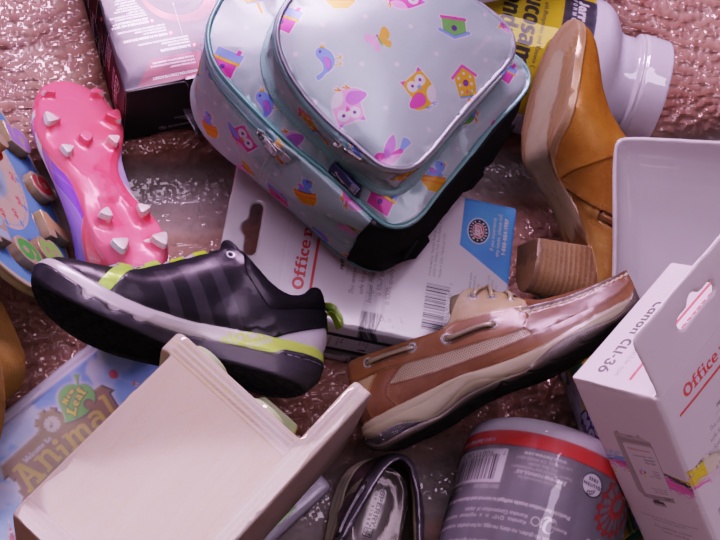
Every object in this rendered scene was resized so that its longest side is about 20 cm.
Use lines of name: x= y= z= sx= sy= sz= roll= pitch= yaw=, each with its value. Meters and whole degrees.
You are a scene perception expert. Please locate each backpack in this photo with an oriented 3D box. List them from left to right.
backpack: x=-0.008 y=-0.125 z=0.969 sx=0.200 sy=0.154 sz=0.176 roll=36 pitch=67 yaw=11

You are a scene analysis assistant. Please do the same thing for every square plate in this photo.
square plate: x=0.252 y=0.011 z=1.008 sx=0.197 sy=0.028 sz=0.201 roll=-1 pitch=97 yaw=-18

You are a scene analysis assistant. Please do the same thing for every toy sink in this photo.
toy sink: x=-0.105 y=0.125 z=0.901 sx=0.112 sy=0.130 sz=0.200 roll=41 pitch=66 yaw=8

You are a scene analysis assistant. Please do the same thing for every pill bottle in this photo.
pill bottle: x=0.099 y=0.205 z=0.937 sx=0.115 sy=0.116 sz=0.201 roll=19 pitch=65 yaw=-2
pill bottle: x=0.125 y=-0.158 z=1.101 sx=0.199 sy=0.112 sz=0.113 roll=15 pitch=65 yaw=-4

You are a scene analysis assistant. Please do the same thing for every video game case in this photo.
video game case: x=-0.151 y=0.141 z=0.967 sx=0.200 sy=0.022 sz=0.182 roll=-40 pitch=79 yaw=-23

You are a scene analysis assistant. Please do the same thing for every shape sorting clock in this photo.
shape sorting clock: x=-0.245 y=-0.073 z=0.952 sx=0.039 sy=0.200 sz=0.201 roll=-30 pitch=73 yaw=11

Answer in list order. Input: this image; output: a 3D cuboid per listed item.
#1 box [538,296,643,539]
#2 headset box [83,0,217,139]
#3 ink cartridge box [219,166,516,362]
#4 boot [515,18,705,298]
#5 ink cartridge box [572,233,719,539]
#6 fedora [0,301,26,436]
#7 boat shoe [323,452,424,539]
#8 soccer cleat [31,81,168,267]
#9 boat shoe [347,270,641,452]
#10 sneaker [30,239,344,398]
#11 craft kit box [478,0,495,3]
box: x=0.207 y=0.080 z=1.051 sx=0.117 sy=0.048 sz=0.201 roll=-11 pitch=68 yaw=-16
headset box: x=-0.123 y=-0.193 z=1.087 sx=0.148 sy=0.075 sz=0.201 roll=-13 pitch=70 yaw=-16
ink cartridge box: x=0.000 y=0.000 z=1.032 sx=0.199 sy=0.068 sz=0.117 roll=12 pitch=65 yaw=-6
boot: x=0.187 y=-0.064 z=1.035 sx=0.143 sy=0.071 sz=0.203 roll=9 pitch=85 yaw=-18
ink cartridge box: x=0.205 y=0.078 z=0.916 sx=0.116 sy=0.067 sz=0.201 roll=-44 pitch=124 yaw=-28
fedora: x=-0.276 y=0.047 z=0.928 sx=0.201 sy=0.201 sz=0.082 roll=52 pitch=33 yaw=13
boat shoe: x=0.002 y=0.211 z=0.943 sx=0.071 sy=0.065 sz=0.201 roll=15 pitch=66 yaw=-6
soccer cleat: x=-0.186 y=-0.051 z=1.021 sx=0.066 sy=0.077 sz=0.200 roll=-5 pitch=47 yaw=-32
boat shoe: x=0.081 y=0.045 z=0.948 sx=0.199 sy=0.076 sz=0.074 roll=-26 pitch=75 yaw=2
sneaker: x=-0.108 y=0.018 z=0.940 sx=0.199 sy=0.072 sz=0.083 roll=20 pitch=67 yaw=-17
craft kit box: x=0.089 y=-0.276 z=1.112 sx=0.199 sy=0.049 sz=0.197 roll=-21 pitch=53 yaw=-42
